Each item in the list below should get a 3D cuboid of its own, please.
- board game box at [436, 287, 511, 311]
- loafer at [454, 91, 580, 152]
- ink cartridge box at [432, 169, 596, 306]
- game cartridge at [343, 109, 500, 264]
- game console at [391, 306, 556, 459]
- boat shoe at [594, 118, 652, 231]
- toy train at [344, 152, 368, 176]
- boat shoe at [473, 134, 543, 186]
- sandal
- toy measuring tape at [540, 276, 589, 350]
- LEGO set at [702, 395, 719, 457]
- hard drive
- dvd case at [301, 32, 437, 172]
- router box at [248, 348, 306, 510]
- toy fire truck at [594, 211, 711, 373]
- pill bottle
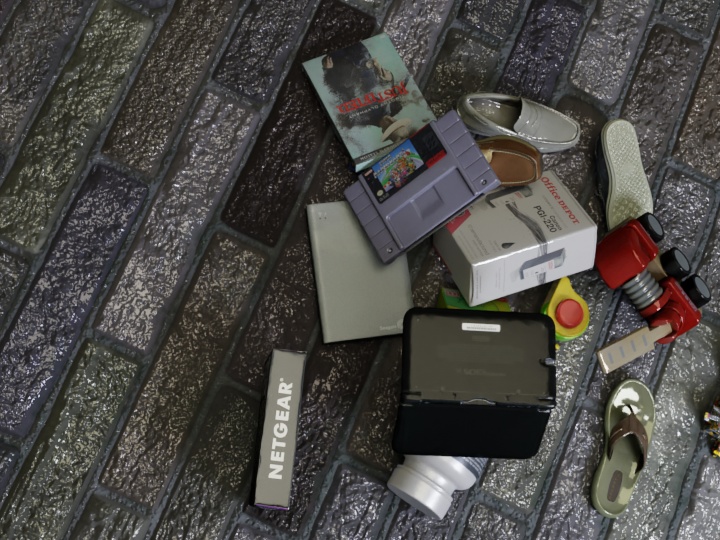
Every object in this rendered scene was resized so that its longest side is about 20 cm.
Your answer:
[{"bbox_3d":[0.166,0.091,1.555,0.100,0.201,0.048,10,111,-7],"label":"board game box"},{"bbox_3d":[0.239,-0.224,1.693,0.196,0.070,0.071,9,77,-7],"label":"loafer"},{"bbox_3d":[0.219,-0.049,1.615,0.197,0.086,0.147,-16,44,-13],"label":"ink cartridge box"},{"bbox_3d":[0.082,-0.118,1.578,0.199,0.038,0.131,-36,76,14],"label":"game cartridge"},{"bbox_3d":[0.143,0.147,1.455,0.196,0.116,0.179,3,77,-6],"label":"game console"},{"bbox_3d":[0.394,-0.127,1.705,0.073,0.062,0.204,-10,95,-7],"label":"boat shoe"},{"bbox_3d":[0.061,-0.134,1.629,0.198,0.034,0.047,23,111,23],"label":"toy train"},{"bbox_3d":[0.164,-0.149,1.617,0.074,0.197,0.077,-39,128,-43],"label":"boat shoe"},{"bbox_3d":[0.386,0.256,1.625,0.078,0.057,0.204,16,76,-6],"label":"sandal"},{"bbox_3d":[0.315,0.034,1.655,0.073,0.074,0.202,28,76,-2],"label":"toy measuring tape"},{"bbox_3d":[0.594,0.191,1.641,0.153,0.116,0.201,37,76,0],"label":"LEGO set"},{"bbox_3d":[0.000,0.000,1.628,0.137,0.033,0.204,-6,80,-11],"label":"hard drive"},{"bbox_3d":[0.016,-0.250,1.656,0.144,0.022,0.202,-21,65,-11],"label":"dvd case"},{"bbox_3d":[-0.112,0.215,1.506,0.050,0.149,0.204,7,78,-7],"label":"router box"},{"bbox_3d":[0.389,0.040,1.601,0.177,0.128,0.200,52,32,-3],"label":"toy fire truck"},{"bbox_3d":[0.123,0.232,1.556,0.119,0.120,0.202,32,75,-1],"label":"pill bottle"}]
